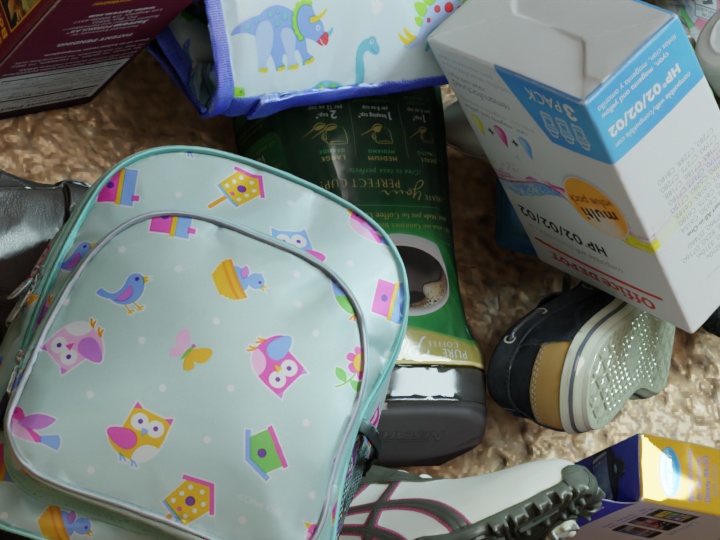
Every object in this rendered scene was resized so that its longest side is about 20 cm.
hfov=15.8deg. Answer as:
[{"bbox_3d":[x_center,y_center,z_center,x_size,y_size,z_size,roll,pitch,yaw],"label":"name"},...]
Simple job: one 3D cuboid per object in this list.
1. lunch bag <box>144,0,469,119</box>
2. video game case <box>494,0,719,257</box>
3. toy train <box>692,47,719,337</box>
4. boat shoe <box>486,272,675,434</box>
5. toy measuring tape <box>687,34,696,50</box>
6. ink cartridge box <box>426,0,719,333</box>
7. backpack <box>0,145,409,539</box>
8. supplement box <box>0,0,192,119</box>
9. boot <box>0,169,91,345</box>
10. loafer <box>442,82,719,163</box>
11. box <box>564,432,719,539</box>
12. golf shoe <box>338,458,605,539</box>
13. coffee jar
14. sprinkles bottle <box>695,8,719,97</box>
[{"bbox_3d":[-0.031,-0.173,1.261,0.170,0.127,0.200,-11,71,-29],"label":"lunch bag"},{"bbox_3d":[0.141,-0.092,1.445,0.143,0.018,0.200,14,65,-26],"label":"video game case"},{"bbox_3d":[0.173,-0.043,1.367,0.056,0.042,0.200,-42,126,-17],"label":"toy train"},{"bbox_3d":[0.118,0.036,1.327,0.200,0.062,0.075,-27,121,-64],"label":"boat shoe"},{"bbox_3d":[0.085,-0.150,1.387,0.200,0.074,0.074,1,70,-13],"label":"toy measuring tape"},{"bbox_3d":[0.125,-0.046,1.258,0.068,0.115,0.200,-44,131,-16],"label":"ink cartridge box"},{"bbox_3d":[-0.071,0.046,1.133,0.176,0.153,0.200,20,65,-2],"label":"backpack"},{"bbox_3d":[-0.140,-0.156,1.195,0.086,0.200,0.110,-12,78,-32],"label":"supplement box"},{"bbox_3d":[-0.166,0.028,1.195,0.174,0.069,0.200,24,68,-30],"label":"boot"},{"bbox_3d":[0.122,-0.079,1.380,0.200,0.063,0.072,-1,97,-47],"label":"loafer"},{"bbox_3d":[0.172,0.127,1.318,0.200,0.119,0.041,15,64,-25],"label":"box"},{"bbox_3d":[0.011,0.116,1.199,0.077,0.200,0.088,41,30,-64],"label":"golf shoe"},{"bbox_3d":[0.000,0.000,1.287,0.104,0.085,0.200,2,70,-28],"label":"coffee jar"},{"bbox_3d":[0.258,-0.066,1.431,0.200,0.068,0.068,51,52,-33],"label":"sprinkles bottle"}]
